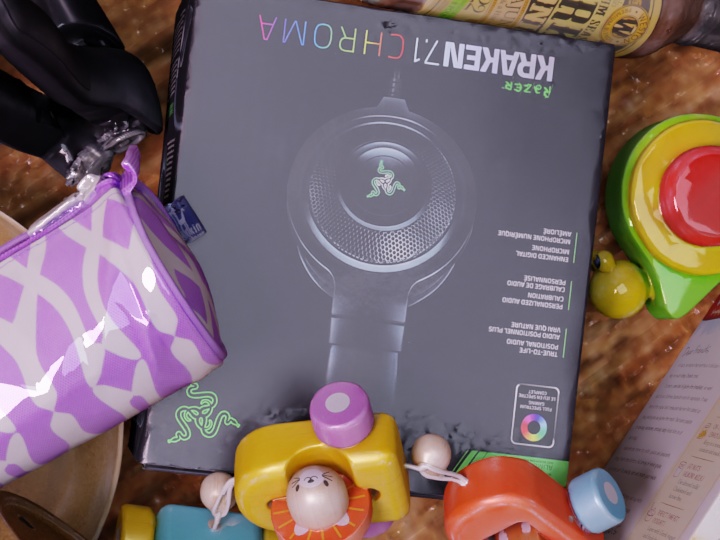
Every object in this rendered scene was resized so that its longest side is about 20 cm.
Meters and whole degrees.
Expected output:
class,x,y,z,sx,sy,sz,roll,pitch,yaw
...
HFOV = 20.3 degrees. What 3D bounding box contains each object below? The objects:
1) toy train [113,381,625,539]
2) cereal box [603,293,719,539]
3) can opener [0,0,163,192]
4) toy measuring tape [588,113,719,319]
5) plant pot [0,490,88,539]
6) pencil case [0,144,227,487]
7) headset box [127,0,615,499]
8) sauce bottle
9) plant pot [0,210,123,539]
class,x,y,z,sx,sy,sz,roll,pitch,yaw
toy train,-0.005,0.118,0.768,0.199,0.056,0.150,-28,130,25
cereal box,0.138,0.087,0.816,0.039,0.144,0.201,36,84,-7
can opener,-0.125,-0.071,0.749,0.063,0.200,0.079,-37,86,7
toy measuring tape,0.167,-0.057,0.863,0.200,0.074,0.074,-42,96,-8
plant pot,-0.158,0.183,0.703,0.186,0.186,0.200,40,91,-7
pencil case,-0.143,0.037,0.720,0.199,0.084,0.086,-30,117,0
headset box,0.000,0.000,0.819,0.172,0.093,0.202,8,88,-9
sauce bottle,0.091,-0.123,0.832,0.198,0.065,0.065,6,88,-28
plant pot,-0.191,0.059,0.778,0.198,0.027,0.202,-2,101,-8
